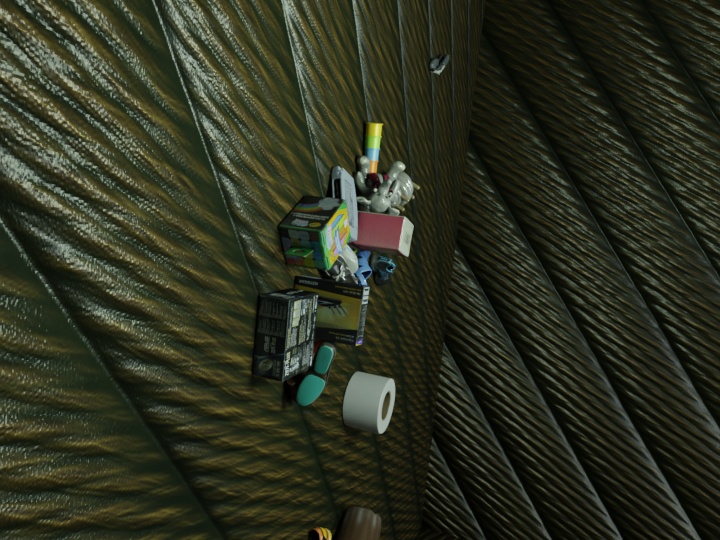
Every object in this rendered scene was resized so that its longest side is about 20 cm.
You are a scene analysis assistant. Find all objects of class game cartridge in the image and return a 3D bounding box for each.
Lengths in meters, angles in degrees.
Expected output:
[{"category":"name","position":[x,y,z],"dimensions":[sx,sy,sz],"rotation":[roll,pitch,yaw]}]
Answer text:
[{"category":"game cartridge","position":[-0.045,-0.193,1.604],"dimensions":[0.133,0.041,0.201],"rotation":[38,48,-72]}]

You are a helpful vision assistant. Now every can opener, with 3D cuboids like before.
[{"category":"can opener","position":[0.361,-0.942,2.450],"dimensions":[0.200,0.052,0.067],"rotation":[-59,149,-48]}]

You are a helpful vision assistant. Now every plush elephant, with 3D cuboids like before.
[{"category":"plush elephant","position":[0.058,-0.252,1.727],"dimensions":[0.155,0.164,0.201],"rotation":[-121,-133,-59]}]

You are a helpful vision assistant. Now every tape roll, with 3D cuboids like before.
[{"category":"tape roll","position":[0.033,0.486,1.998],"dimensions":[0.203,0.138,0.204],"rotation":[9,90,-70]}]

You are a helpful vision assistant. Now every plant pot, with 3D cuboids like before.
[{"category":"plant pot","position":[-0.012,1.021,2.041],"dimensions":[0.199,0.199,0.201],"rotation":[-72,160,-47]}]

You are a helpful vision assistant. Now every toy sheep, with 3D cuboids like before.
[{"category":"toy sheep","position":[0.129,-0.290,1.965],"dimensions":[0.200,0.137,0.138],"rotation":[-50,144,-45]}]

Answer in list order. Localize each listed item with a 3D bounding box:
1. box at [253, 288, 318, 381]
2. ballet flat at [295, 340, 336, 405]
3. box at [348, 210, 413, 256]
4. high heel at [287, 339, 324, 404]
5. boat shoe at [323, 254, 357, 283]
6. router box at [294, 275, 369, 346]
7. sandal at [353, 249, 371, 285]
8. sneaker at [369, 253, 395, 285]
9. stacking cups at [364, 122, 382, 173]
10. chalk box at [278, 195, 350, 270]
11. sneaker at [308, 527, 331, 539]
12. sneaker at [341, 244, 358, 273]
[{"category":"box","position":[-0.184,0.155,1.350],"dimensions":[0.164,0.086,0.201],"rotation":[-13,110,-69]},{"category":"ballet flat","position":[-0.111,0.274,1.460],"dimensions":[0.201,0.068,0.068],"rotation":[-62,179,17]},{"category":"box","position":[0.054,-0.118,1.725],"dimensions":[0.128,0.199,0.110],"rotation":[25,75,-69]},{"category":"high heel","position":[-0.142,0.284,1.550],"dimensions":[0.200,0.067,0.096],"rotation":[-48,139,-37]},{"category":"boat shoe","position":[-0.062,0.013,1.609],"dimensions":[0.060,0.074,0.200],"rotation":[60,2,37]},{"category":"router box","position":[-0.084,0.104,1.437],"dimensions":[0.052,0.199,0.158],"rotation":[0,97,-70]},{"category":"sandal","position":[0.000,0.000,1.794],"dimensions":[0.080,0.087,0.201],"rotation":[74,30,-46]},{"category":"sneaker","position":[0.094,0.007,2.057],"dimensions":[0.200,0.081,0.074],"rotation":[60,41,-62]},{"category":"stacking cups","position":[0.040,-0.383,1.782],"dimensions":[0.060,0.060,0.201],"rotation":[-31,127,-65]},{"category":"chalk box","position":[-0.122,-0.085,1.373],"dimensions":[0.200,0.124,0.124],"rotation":[-58,149,-45]},{"category":"sneaker","position":[-0.162,0.948,1.775],"dimensions":[0.090,0.070,0.201],"rotation":[46,54,-47]},{"category":"sneaker","position":[-0.067,-0.062,1.633],"dimensions":[0.073,0.072,0.200],"rotation":[61,3,40]}]
